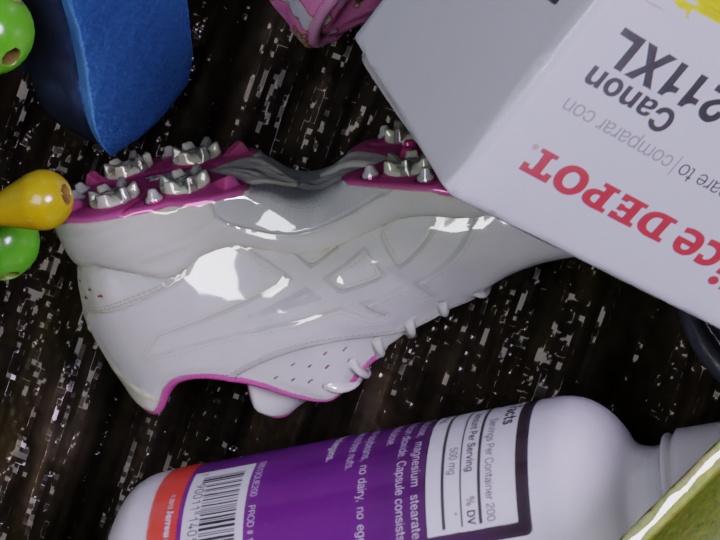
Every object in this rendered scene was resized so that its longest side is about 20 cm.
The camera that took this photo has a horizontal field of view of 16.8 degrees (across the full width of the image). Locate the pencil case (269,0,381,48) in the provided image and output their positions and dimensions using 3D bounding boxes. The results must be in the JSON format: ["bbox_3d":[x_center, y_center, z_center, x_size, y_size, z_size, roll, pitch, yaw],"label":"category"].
[{"bbox_3d":[-0.043,-0.168,0.801,0.083,0.087,0.200,-36,83,-21],"label":"pencil case"}]

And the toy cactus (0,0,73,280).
[{"bbox_3d":[-0.182,-0.039,0.792,0.165,0.200,0.102,36,56,-8],"label":"toy cactus"}]

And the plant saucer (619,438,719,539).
[{"bbox_3d":[0.200,0.088,0.705,0.200,0.048,0.200,-43,91,-10],"label":"plant saucer"}]

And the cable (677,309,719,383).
[{"bbox_3d":[0.187,0.005,0.765,0.163,0.051,0.200,-25,86,13],"label":"cable"}]

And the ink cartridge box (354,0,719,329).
[{"bbox_3d":[0.119,-0.089,0.663,0.200,0.146,0.083,-52,37,19],"label":"ink cartridge box"}]

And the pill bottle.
[{"bbox_3d":[0.026,0.104,0.778,0.199,0.112,0.113,-11,89,14],"label":"pill bottle"}]

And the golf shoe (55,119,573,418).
[{"bbox_3d":[0.000,0.000,0.809,0.199,0.075,0.092,-4,106,16],"label":"golf shoe"}]

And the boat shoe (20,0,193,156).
[{"bbox_3d":[-0.099,-0.115,0.770,0.069,0.084,0.200,36,143,22],"label":"boat shoe"}]
